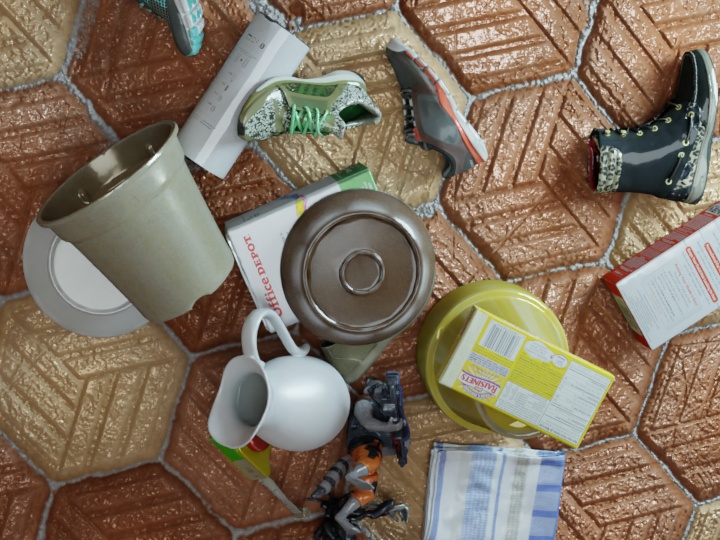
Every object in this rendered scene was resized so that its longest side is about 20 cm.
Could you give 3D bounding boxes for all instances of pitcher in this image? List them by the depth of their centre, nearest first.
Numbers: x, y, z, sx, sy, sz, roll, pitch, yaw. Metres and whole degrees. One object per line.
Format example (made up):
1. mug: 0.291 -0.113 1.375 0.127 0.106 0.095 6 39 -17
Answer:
1. pitcher: -0.094 0.140 1.583 0.120 0.199 0.173 10 88 33

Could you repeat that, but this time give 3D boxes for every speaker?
1. speaker: -0.150 -0.216 1.566 0.081 0.081 0.201 33 94 -14

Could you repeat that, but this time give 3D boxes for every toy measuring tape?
1. toy measuring tape: -0.126 0.245 1.673 0.074 0.074 0.200 -43 114 1

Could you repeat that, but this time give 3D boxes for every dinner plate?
1. dinner plate: -0.330 -0.011 1.607 0.198 0.024 0.202 -2 100 -9

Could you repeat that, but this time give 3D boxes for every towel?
1. towel: 0.185 0.315 1.754 0.198 0.024 0.148 5 101 -10

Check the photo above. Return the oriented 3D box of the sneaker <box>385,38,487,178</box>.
1. sneaker: 0.082 -0.201 1.612 0.082 0.077 0.201 -36 104 6

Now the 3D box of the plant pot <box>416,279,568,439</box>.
1. plant pot: 0.186 0.129 1.633 0.199 0.189 0.203 -2 102 -9

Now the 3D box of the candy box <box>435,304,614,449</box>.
1. candy box: 0.200 0.129 1.525 0.199 0.026 0.103 27 98 -13

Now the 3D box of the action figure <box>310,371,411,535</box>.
1. action figure: 0.006 0.211 1.630 0.104 0.194 0.201 6 136 12

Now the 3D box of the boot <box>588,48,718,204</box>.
1. boot: 0.384 -0.191 1.663 0.152 0.073 0.206 2 99 -6

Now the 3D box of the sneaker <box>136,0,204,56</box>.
1. sneaker: -0.257 -0.351 1.537 0.091 0.078 0.201 -20 100 11

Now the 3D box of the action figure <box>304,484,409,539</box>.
1. action figure: 0.011 0.368 1.697 0.200 0.102 0.119 51 124 23

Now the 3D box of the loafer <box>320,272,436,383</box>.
1. loafer: 0.023 0.057 1.650 0.067 0.076 0.200 37 93 -20

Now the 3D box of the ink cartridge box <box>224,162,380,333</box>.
1. ink cartridge box: -0.058 -0.031 1.615 0.199 0.084 0.146 -24 104 -5

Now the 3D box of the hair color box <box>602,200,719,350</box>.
1. hair color box: 0.444 0.005 1.715 0.199 0.064 0.111 -32 103 -1

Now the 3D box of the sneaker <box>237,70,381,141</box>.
1. sneaker: -0.057 -0.192 1.543 0.199 0.089 0.077 -19 133 -30

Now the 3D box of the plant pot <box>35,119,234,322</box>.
1. plant pot: -0.254 -0.047 1.519 0.200 0.201 0.184 -34 113 -1

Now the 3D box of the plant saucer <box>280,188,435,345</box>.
1. plant saucer: 0.000 0.000 1.573 0.198 0.032 0.202 -2 103 -11
